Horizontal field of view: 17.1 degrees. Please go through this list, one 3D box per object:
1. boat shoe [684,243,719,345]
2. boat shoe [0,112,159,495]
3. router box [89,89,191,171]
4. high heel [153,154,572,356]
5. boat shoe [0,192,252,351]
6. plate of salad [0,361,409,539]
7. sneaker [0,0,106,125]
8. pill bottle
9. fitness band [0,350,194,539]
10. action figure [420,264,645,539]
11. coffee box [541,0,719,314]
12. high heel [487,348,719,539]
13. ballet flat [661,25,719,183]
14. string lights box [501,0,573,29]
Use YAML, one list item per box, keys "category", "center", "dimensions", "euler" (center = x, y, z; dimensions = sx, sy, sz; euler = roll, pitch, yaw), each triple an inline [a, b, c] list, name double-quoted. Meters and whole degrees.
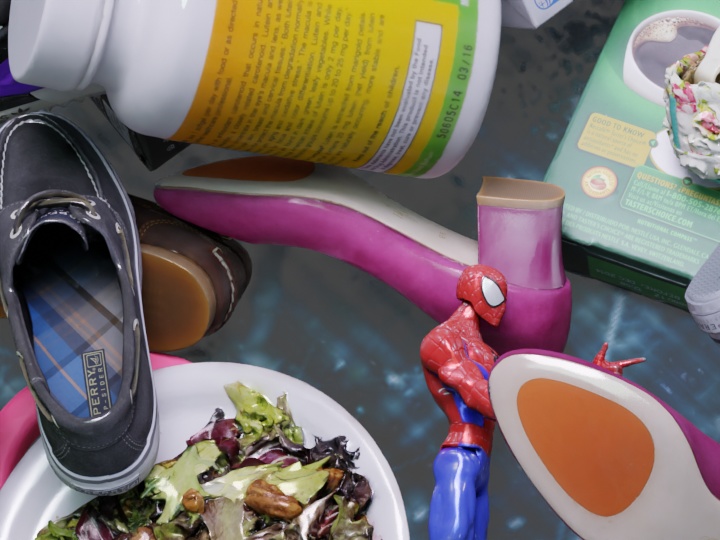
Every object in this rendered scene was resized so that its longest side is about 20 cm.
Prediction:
- category: "boat shoe"
  center: [0.220, -0.026, 1.075]
  dimensions: [0.200, 0.073, 0.067]
  euler: [-45, 110, -22]
- category: "boat shoe"
  center: [-0.131, 0.001, 1.052]
  dimensions: [0.070, 0.066, 0.200]
  euler: [-9, 57, -4]
- category: "router box"
  center: [-0.075, -0.169, 1.212]
  dimensions: [0.200, 0.062, 0.150]
  euler: [-37, 66, -10]
- category: "high heel"
  center: [0.000, 0.000, 1.120]
  dimensions: [0.199, 0.067, 0.096]
  euler: [4, 110, 7]
- category: "boat shoe"
  center: [-0.150, -0.013, 1.152]
  dimensions: [0.199, 0.071, 0.070]
  euler: [19, 28, 11]
- category: "plate of salad"
  center: [-0.078, 0.127, 1.033]
  dimensions: [0.199, 0.048, 0.201]
  euler: [-6, 62, 11]
- category: "sneaker"
  center: [-0.135, -0.127, 1.109]
  dimensions: [0.200, 0.100, 0.070]
  euler: [-22, 67, -3]
- category: "pill bottle"
  center: [-0.048, -0.108, 1.055]
  dimensions: [0.199, 0.111, 0.111]
  euler: [8, 63, -20]
- category: "fitness band"
  center: [-0.100, 0.132, 1.091]
  dimensions: [0.143, 0.037, 0.201]
  euler: [-16, 65, -4]
- category: "action figure"
  center: [0.069, 0.096, 1.045]
  dimensions: [0.099, 0.065, 0.201]
  euler: [-1, 79, 16]
- category: "coffee box"
  center: [0.171, -0.078, 1.151]
  dimensions: [0.123, 0.044, 0.200]
  euler: [19, 69, 14]
- category: "high heel"
  center: [0.136, 0.096, 1.020]
  dimensions: [0.200, 0.096, 0.067]
  euler: [41, 101, -2]
- category: "ballet flat"
  center: [0.216, -0.119, 1.098]
  dimensions: [0.200, 0.064, 0.076]
  euler: [-42, 36, -15]
- category: "string lights box"
  center: [0.116, -0.193, 1.158]
  dimensions: [0.200, 0.059, 0.103]
  euler: [-38, 25, -22]
